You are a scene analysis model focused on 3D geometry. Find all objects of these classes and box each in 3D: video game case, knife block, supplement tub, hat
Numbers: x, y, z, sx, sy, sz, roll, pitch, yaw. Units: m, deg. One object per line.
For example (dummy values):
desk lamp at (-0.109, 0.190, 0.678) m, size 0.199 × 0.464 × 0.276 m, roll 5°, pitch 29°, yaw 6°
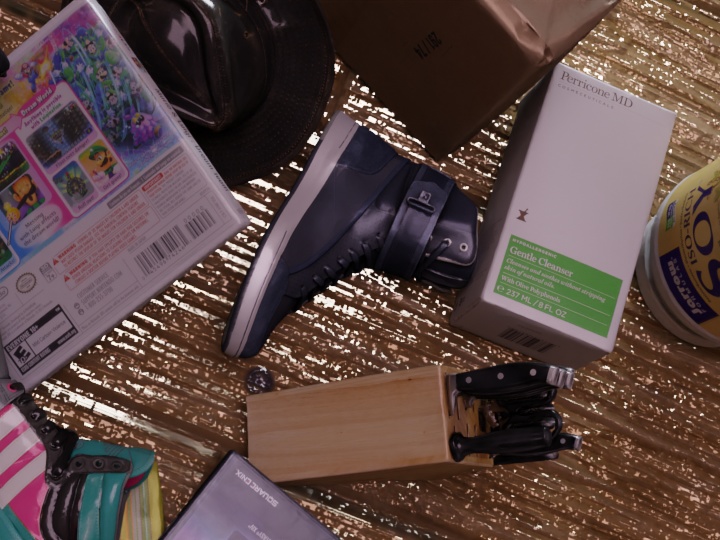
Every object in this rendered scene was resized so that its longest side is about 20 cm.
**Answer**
video game case at (-0.092, 0.239, 0.820) m, size 0.143 × 0.019 × 0.200 m, roll 41°, pitch 73°, yaw -7°
video game case at (-0.200, -0.046, 0.827) m, size 0.200 × 0.024 × 0.182 m, roll -36°, pitch 86°, yaw 13°
knife block at (0.037, 0.098, 0.827) m, size 0.200 × 0.176 × 0.064 m, roll 1°, pitch 74°, yaw -15°
supplement tub at (0.301, -0.024, 0.922) m, size 0.145 × 0.200 × 0.145 m, roll 4°, pitch 73°, yaw -15°
hat at (-0.114, -0.144, 0.849) m, size 0.200 × 0.081 × 0.201 m, roll 1°, pitch 108°, yaw 2°

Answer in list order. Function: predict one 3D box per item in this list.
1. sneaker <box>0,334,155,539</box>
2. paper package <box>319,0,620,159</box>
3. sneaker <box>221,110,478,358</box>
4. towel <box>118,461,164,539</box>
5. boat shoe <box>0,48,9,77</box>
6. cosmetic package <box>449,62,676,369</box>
sneaker at (-0.191, 0.111, 0.794) m, size 0.121 × 0.084 × 0.200 m, roll -7°, pitch 80°, yaw -12°
paper package at (0.061, -0.203, 0.904) m, size 0.103 × 0.200 × 0.191 m, roll -42°, pitch 90°, yaw -21°
sneaker at (0.001, -0.001, 0.897) m, size 0.146 × 0.077 × 0.202 m, roll 30°, pitch 68°, yaw -3°
towel at (-0.227, 0.172, 0.820) m, size 0.200 × 0.018 × 0.086 m, roll -1°, pitch 70°, yaw -15°
boat shoe at (-0.273, -0.165, 0.827) m, size 0.062 × 0.075 × 0.200 m, roll -35°, pitch 42°, yaw -2°
cosmetic package at (0.151, -0.039, 0.947) m, size 0.108 × 0.085 × 0.200 m, roll 21°, pitch 72°, yaw -7°
